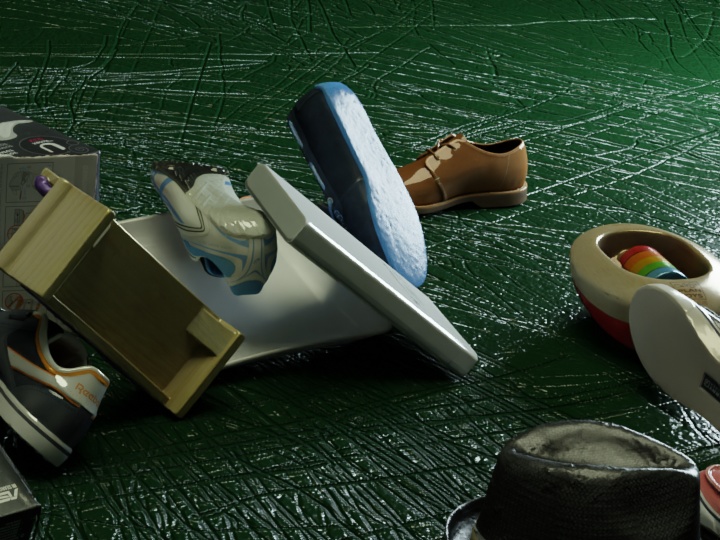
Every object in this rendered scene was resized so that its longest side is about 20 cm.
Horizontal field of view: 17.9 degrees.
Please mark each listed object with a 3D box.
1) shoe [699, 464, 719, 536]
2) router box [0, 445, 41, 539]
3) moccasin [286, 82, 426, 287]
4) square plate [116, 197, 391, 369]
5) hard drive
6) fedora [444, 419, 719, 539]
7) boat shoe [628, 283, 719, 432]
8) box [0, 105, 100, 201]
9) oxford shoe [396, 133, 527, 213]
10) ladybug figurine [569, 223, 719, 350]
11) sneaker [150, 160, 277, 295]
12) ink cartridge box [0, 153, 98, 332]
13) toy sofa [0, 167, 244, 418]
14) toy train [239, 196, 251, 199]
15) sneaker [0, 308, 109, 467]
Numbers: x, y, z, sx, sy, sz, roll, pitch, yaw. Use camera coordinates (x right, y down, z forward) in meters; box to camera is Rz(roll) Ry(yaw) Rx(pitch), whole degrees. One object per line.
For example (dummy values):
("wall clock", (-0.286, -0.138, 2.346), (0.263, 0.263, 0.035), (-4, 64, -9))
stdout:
("shoe", (0.300, 0.159, 1.574), (0.071, 0.092, 0.200), (-6, 24, -27))
("router box", (-0.327, 0.142, 1.460), (0.199, 0.062, 0.150), (-14, 50, -38))
("moccasin", (-0.003, -0.067, 2.015), (0.068, 0.201, 0.080), (-29, -15, 32))
("square plate", (-0.105, 0.015, 1.884), (0.197, 0.029, 0.200), (-11, 42, -29))
("hard drive", (0.000, 0.000, 1.843), (0.200, 0.027, 0.132), (39, 6, -29))
("fedora", (0.158, 0.159, 1.537), (0.199, 0.092, 0.201), (4, 22, -2))
("boat shoe", (0.299, 0.079, 1.798), (0.092, 0.075, 0.200), (-3, 38, -34))
("box", (-0.337, -0.074, 2.014), (0.199, 0.107, 0.122), (24, 30, 39))
("oxford shoe", (0.073, -0.098, 2.215), (0.199, 0.072, 0.071), (-9, 26, -27))
("ladybug figurine", (0.248, 0.021, 1.942), (0.135, 0.072, 0.200), (-1, 22, -14))
("sneaker", (-0.127, -0.041, 1.880), (0.071, 0.073, 0.200), (3, 21, -27))
("ink cartridge box", (-0.314, -0.024, 1.816), (0.199, 0.162, 0.050), (-5, 26, -22))
("toy sofa", (-0.185, 0.017, 1.694), (0.097, 0.083, 0.200), (31, -11, 42))
("toy train", (-0.073, -0.027, 2.020), (0.149, 0.056, 0.200), (14, 23, 23))
("sneaker", (-0.250, 0.066, 1.685), (0.200, 0.079, 0.078), (36, -6, 44))
